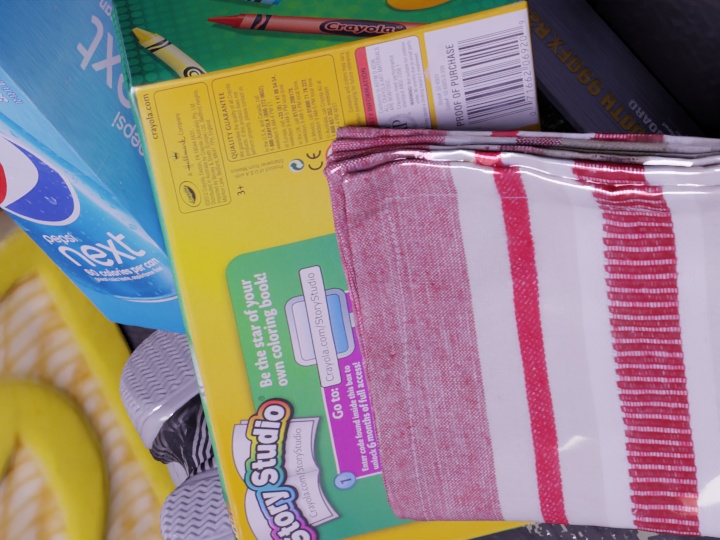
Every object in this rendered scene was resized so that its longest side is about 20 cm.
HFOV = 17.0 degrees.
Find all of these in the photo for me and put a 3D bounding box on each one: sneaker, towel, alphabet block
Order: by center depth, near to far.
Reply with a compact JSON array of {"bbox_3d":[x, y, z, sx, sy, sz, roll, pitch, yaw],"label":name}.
[{"bbox_3d":[0.093,0.025,0.697,0.199,0.023,0.144,2,128,18],"label":"towel"},{"bbox_3d":[-0.028,0.101,0.938,0.115,0.075,0.200,59,178,-31],"label":"sneaker"},{"bbox_3d":[-0.216,0.101,1.045,0.200,0.196,0.196,-1,125,40],"label":"alphabet block"}]

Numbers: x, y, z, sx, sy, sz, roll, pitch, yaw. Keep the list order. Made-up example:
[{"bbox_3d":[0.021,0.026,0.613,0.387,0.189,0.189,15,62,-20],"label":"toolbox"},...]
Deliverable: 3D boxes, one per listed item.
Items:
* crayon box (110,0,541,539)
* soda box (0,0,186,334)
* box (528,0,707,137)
[{"bbox_3d":[0.000,0.000,0.761,0.118,0.058,0.200,-13,125,-4],"label":"crayon box"},{"bbox_3d":[-0.094,-0.059,0.776,0.064,0.068,0.200,7,151,35],"label":"soda box"},{"bbox_3d":[0.026,-0.023,0.851,0.158,0.048,0.200,47,140,-6],"label":"box"}]
